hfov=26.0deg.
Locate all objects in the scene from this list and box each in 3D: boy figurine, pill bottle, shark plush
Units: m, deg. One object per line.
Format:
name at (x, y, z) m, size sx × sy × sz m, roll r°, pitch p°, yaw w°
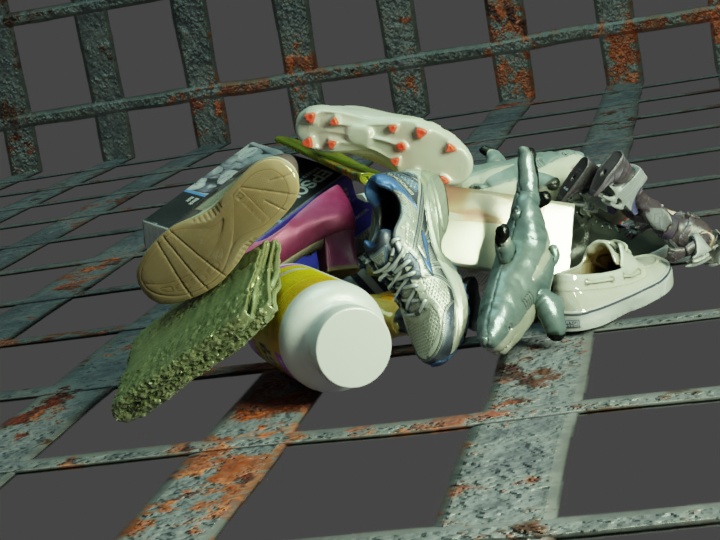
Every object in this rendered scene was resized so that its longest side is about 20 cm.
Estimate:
boy figurine at (0.026, 0.039, 1.602) m, size 0.199 × 0.065 × 0.124 m, roll 2°, pitch 17°, yaw 32°
pill bottle at (-0.040, 0.056, 1.471) m, size 0.103 × 0.105 × 0.200 m, roll -14°, pitch 11°, yaw -18°
shark plush at (0.154, -0.016, 1.462) m, size 0.090 × 0.202 × 0.083 m, roll 13°, pitch -9°, yaw 38°
shark plush at (0.141, -0.098, 1.685) m, size 0.198 × 0.091 × 0.084 m, roll -1°, pitch 57°, yaw 17°

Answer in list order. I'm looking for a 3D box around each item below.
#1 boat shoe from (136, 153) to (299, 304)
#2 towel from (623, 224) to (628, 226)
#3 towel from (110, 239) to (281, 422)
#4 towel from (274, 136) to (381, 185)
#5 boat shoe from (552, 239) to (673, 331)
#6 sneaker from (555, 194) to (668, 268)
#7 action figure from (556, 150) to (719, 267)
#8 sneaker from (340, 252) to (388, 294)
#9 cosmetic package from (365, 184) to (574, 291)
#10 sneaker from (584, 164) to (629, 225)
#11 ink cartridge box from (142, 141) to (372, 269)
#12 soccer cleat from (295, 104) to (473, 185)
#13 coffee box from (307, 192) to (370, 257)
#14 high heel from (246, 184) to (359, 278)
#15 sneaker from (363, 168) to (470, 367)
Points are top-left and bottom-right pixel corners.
boat shoe at (-0.132, -0.041, 1.502) m, size 0.200 × 0.072 × 0.065 m, roll -41°, pitch 5°, yaw 20°
towel at (0.238, -0.041, 1.933) m, size 0.144 × 0.024 × 0.200 m, roll -14°, pitch 14°, yaw -26°
towel at (-0.152, 0.058, 1.484) m, size 0.199 × 0.037 × 0.149 m, roll -35°, pitch 21°, yaw 20°
towel at (-0.014, -0.116, 1.708) m, size 0.086 × 0.018 × 0.200 m, roll 17°, pitch 7°, yaw -34°
boat shoe at (0.252, 0.002, 1.563) m, size 0.071 × 0.070 × 0.199 m, roll 1°, pitch 15°, yaw 41°
sneaker at (0.262, -0.048, 1.733) m, size 0.198 × 0.100 × 0.071 m, roll -11°, pitch 9°, yaw -12°
action figure at (0.306, -0.053, 1.627) m, size 0.199 × 0.070 × 0.130 m, roll 30°, pitch -3°, yaw -25°
sneaker at (0.000, 0.000, 1.696) m, size 0.198 × 0.109 × 0.070 m, roll -9°, pitch 11°, yaw 7°
cosmetic package at (0.111, -0.032, 1.603) m, size 0.198 × 0.088 × 0.103 m, roll 9°, pitch -14°, yaw -6°
sneaker at (0.237, -0.064, 1.816) m, size 0.082 × 0.078 × 0.199 m, roll -31°, pitch 7°, yaw -37°
ink cartridge box at (-0.103, -0.061, 1.713) m, size 0.199 × 0.044 × 0.198 m, roll 19°, pitch 41°, yaw 31°
soccer cleat at (0.029, -0.141, 1.659) m, size 0.198 × 0.070 × 0.078 m, roll 16°, pitch 19°, yaw 12°
coffee box at (-0.045, -0.022, 1.802) m, size 0.198 × 0.080 × 0.113 m, roll -11°, pitch -25°, yaw -6°
high heel at (-0.096, -0.036, 1.591) m, size 0.198 × 0.097 × 0.067 m, roll -7°, pitch -17°, yaw -18°
sneaker at (0.041, -0.004, 1.484) m, size 0.085 × 0.202 × 0.077 m, roll 7°, pitch -28°, yaw -40°
